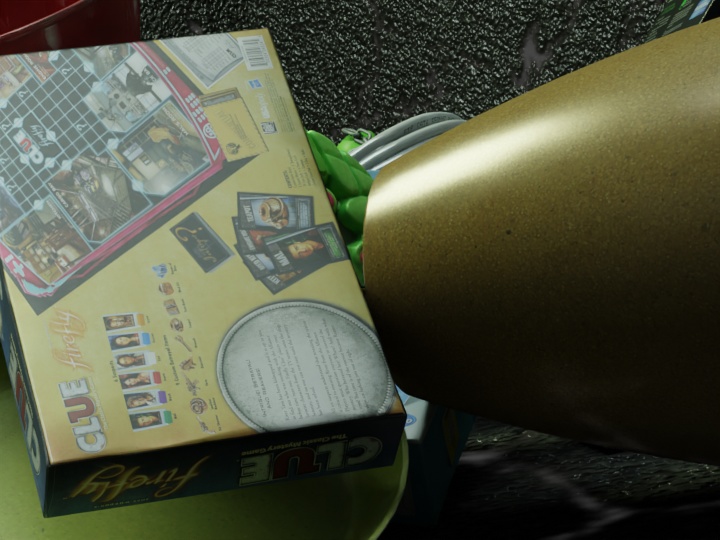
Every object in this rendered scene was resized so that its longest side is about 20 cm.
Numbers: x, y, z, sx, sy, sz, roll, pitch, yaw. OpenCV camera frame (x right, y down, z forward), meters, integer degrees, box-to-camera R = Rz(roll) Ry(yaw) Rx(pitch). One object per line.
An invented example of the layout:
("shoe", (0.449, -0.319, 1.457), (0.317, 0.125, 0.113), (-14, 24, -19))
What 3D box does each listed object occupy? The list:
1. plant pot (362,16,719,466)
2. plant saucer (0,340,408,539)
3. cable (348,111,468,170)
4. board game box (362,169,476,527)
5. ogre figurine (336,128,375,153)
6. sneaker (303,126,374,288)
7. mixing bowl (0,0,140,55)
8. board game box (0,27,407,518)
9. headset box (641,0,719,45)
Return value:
("plant pot", (0.108, -0.005, 0.892), (0.199, 0.188, 0.186), (-7, 6, 19))
("plant saucer", (-0.082, 0.075, 0.885), (0.198, 0.031, 0.201), (3, 35, -2))
("cable", (0.000, 0.000, 1.251), (0.200, 0.069, 0.200), (-40, -12, 13))
("board game box", (-0.016, 0.026, 1.030), (0.150, 0.047, 0.200), (3, 35, 18))
("ogre figurine", (-0.032, 0.003, 1.413), (0.199, 0.099, 0.120), (-33, 29, -23))
("sneaker", (-0.080, -0.019, 0.996), (0.198, 0.077, 0.084), (4, -24, -11))
("mixing bowl", (-0.181, -0.070, 1.076), (0.199, 0.109, 0.200), (-14, 21, 5))
("board game box", (-0.075, -0.006, 0.900), (0.134, 0.201, 0.035), (-7, -38, -17))
("headset box", (0.240, -0.063, 1.234), (0.199, 0.093, 0.174), (32, -3, -2))
